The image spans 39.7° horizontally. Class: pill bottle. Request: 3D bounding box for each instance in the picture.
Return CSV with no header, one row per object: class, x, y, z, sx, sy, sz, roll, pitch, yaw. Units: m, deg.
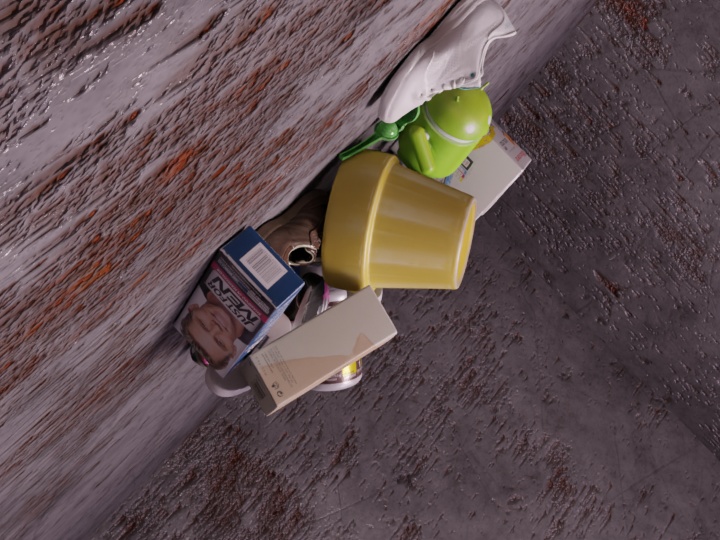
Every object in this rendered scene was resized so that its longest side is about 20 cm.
pill bottle,-0.055,0.084,1.613,0.107,0.205,0.109,-4,-168,1

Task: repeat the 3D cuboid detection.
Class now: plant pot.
plant pot,0.060,-0.056,1.405,0.201,0.185,0.205,13,90,-78

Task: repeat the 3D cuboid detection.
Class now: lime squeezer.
lime squeezer,0.049,-0.211,1.381,0.200,0.038,0.071,-46,177,-4

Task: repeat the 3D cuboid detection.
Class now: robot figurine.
robot figurine,0.133,-0.228,1.586,0.174,0.116,0.200,-33,169,-36

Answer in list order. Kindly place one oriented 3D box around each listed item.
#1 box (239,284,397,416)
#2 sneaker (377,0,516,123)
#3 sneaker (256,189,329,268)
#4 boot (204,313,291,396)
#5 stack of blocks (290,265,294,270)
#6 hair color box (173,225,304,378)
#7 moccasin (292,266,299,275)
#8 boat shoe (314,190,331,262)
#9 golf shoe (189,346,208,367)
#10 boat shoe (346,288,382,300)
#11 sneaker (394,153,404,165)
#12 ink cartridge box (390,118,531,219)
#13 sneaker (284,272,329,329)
box,-0.057,0.108,1.348,0.198,0.079,0.095,-30,174,-20
sneaker,0.106,-0.245,1.223,0.200,0.088,0.075,-47,178,13
sneaker,-0.085,-0.042,1.351,0.071,0.076,0.200,-47,177,37
boot,-0.170,0.139,1.434,0.091,0.072,0.200,-54,174,36
stack of blocks,-0.173,0.048,1.466,0.115,0.059,0.200,-44,177,-25
hair color box,-0.156,0.044,1.249,0.060,0.100,0.200,-41,175,-40
moccasin,-0.119,0.006,1.701,0.068,0.082,0.199,-30,169,33
boat shoe,-0.044,-0.085,1.514,0.065,0.073,0.201,-53,-177,37
golf shoe,-0.189,0.097,1.626,0.197,0.074,0.091,-22,-166,-30
boat shoe,0.000,0.000,1.540,0.202,0.072,0.066,-86,180,-47
sneaker,0.058,-0.172,1.783,0.200,0.075,0.082,-44,168,-49
ink cartridge box,0.183,-0.207,1.776,0.145,0.200,0.147,-46,178,21
sneaker,-0.118,0.090,1.540,0.080,0.085,0.203,-22,138,-62
